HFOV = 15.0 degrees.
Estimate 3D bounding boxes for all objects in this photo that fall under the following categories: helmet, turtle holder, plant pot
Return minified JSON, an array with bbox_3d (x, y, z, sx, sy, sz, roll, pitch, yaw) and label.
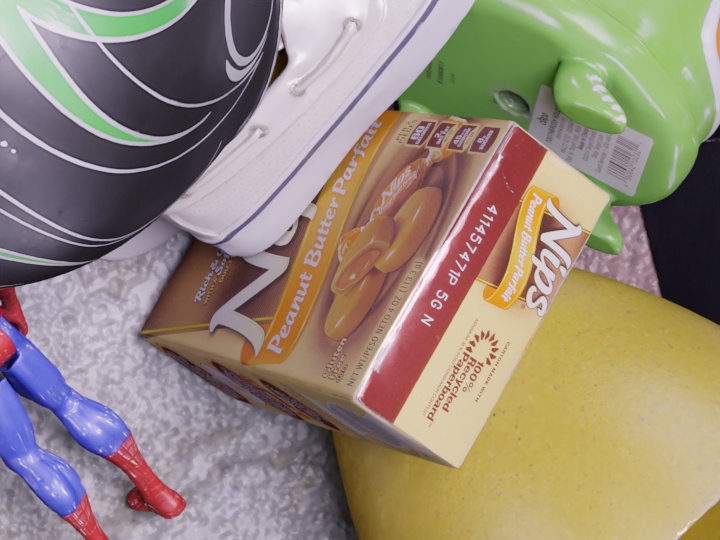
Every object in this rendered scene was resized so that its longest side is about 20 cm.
[{"bbox_3d":[-0.138,-0.092,0.934,0.190,0.199,0.201,-19,96,-48],"label":"helmet"},{"bbox_3d":[0.069,-0.107,1.118,0.132,0.185,0.141,-58,141,-23],"label":"turtle holder"},{"bbox_3d":[0.072,0.077,1.093,0.200,0.200,0.142,-40,74,-14],"label":"plant pot"}]

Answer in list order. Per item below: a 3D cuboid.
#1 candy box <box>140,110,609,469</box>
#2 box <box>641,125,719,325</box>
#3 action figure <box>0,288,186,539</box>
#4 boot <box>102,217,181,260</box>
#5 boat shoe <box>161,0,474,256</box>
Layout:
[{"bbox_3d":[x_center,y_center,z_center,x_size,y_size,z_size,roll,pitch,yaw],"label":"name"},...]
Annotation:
[{"bbox_3d":[0.000,0.000,1.045,0.055,0.200,0.116,36,79,-26],"label":"candy box"},{"bbox_3d":[0.245,-0.030,1.138,0.199,0.182,0.105,-15,95,-17],"label":"box"},{"bbox_3d":[-0.143,0.037,1.049,0.066,0.051,0.201,-51,126,-28],"label":"action figure"},{"bbox_3d":[-0.075,-0.109,1.095,0.073,0.096,0.201,12,117,-47],"label":"boot"},{"bbox_3d":[-0.019,-0.097,1.025,0.070,0.071,0.200,25,112,-38],"label":"boat shoe"}]
